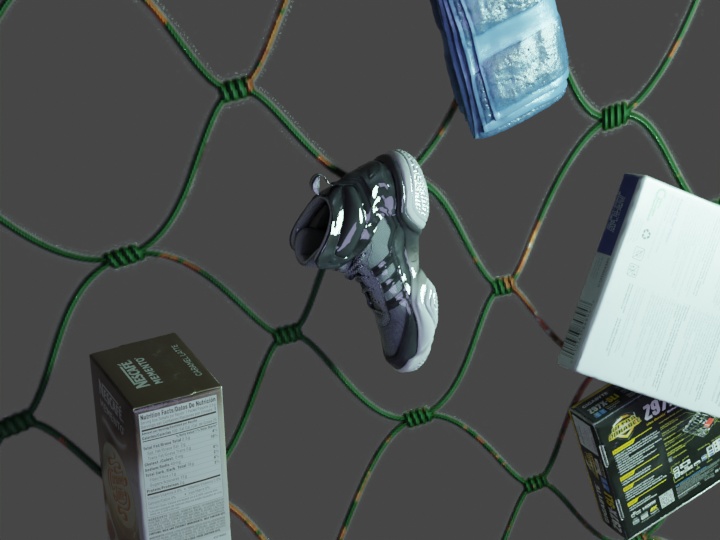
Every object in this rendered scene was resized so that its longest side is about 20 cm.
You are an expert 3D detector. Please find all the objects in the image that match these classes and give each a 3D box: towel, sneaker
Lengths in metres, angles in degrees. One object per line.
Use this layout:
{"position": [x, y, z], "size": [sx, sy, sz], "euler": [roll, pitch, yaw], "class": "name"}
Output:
{"position": [0.118, -0.220, 1.390], "size": [0.112, 0.049, 0.200], "euler": [-28, 122, -17], "class": "towel"}
{"position": [0.000, 0.000, 1.407], "size": [0.114, 0.075, 0.200], "euler": [-12, 111, -24], "class": "sneaker"}

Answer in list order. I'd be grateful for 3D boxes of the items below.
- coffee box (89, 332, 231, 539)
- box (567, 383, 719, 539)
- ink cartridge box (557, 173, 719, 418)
{"position": [-0.165, 0.170, 1.362], "size": [0.080, 0.114, 0.200], "euler": [-13, 116, -24], "class": "coffee box"}
{"position": [0.322, 0.160, 1.674], "size": [0.200, 0.049, 0.160], "euler": [-30, 120, -15], "class": "box"}
{"position": [0.308, 0.028, 1.582], "size": [0.200, 0.043, 0.197], "euler": [19, 91, -27], "class": "ink cartridge box"}
